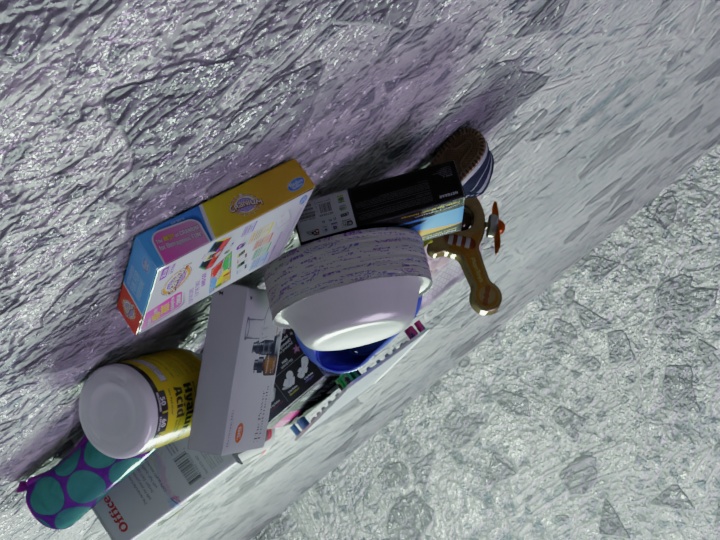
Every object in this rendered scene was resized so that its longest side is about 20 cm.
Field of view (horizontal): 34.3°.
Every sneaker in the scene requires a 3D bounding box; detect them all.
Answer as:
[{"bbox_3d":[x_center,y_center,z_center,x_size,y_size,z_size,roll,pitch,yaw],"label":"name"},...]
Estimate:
[{"bbox_3d":[0.101,-0.102,1.568,0.200,0.070,0.108,-43,165,10],"label":"sneaker"}]

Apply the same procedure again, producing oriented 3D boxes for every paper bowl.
[{"bbox_3d":[-0.011,0.029,1.389,0.198,0.106,0.201,-12,165,-3],"label":"paper bowl"}]

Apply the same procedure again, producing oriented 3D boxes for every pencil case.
[{"bbox_3d":[-0.352,0.251,1.529,0.200,0.092,0.085,-43,-159,13],"label":"pencil case"}]

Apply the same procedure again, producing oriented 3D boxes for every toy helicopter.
[{"bbox_3d":[0.161,-0.032,1.676,0.130,0.202,0.079,-14,160,-16],"label":"toy helicopter"}]

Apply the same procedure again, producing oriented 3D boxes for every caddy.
[{"bbox_3d":[-0.007,0.053,1.653,0.200,0.142,0.105,-44,169,26],"label":"caddy"}]

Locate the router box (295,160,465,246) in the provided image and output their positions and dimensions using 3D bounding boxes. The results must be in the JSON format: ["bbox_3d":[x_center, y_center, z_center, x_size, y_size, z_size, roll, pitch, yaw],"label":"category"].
[{"bbox_3d":[0.024,-0.062,1.395,0.197,0.052,0.149,-15,166,0],"label":"router box"}]

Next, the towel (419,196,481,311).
[{"bbox_3d":[0.111,-0.024,1.805,0.199,0.032,0.192,-36,144,-19],"label":"towel"}]

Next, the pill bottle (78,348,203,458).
[{"bbox_3d":[-0.244,0.156,1.436,0.111,0.112,0.199,-43,167,23],"label":"pill bottle"}]

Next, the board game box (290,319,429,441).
[{"bbox_3d":[-0.003,0.170,1.813,0.199,0.026,0.200,-31,168,-42],"label":"board game box"}]

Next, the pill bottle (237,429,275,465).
[{"bbox_3d":[-0.234,0.273,1.865,0.111,0.111,0.199,-45,165,30],"label":"pill bottle"}]

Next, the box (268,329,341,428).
[{"bbox_3d":[-0.108,0.155,1.790,0.132,0.115,0.200,-40,169,7],"label":"box"}]

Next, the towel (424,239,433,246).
[{"bbox_3d":[0.000,0.000,1.551,0.198,0.018,0.086,-19,-163,31],"label":"towel"}]

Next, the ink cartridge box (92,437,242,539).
[{"bbox_3d":[-0.288,0.270,1.632,0.199,0.146,0.083,-35,169,-6],"label":"ink cartridge box"}]

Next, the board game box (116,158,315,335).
[{"bbox_3d":[-0.152,-0.024,1.216,0.199,0.041,0.153,-30,165,-31],"label":"board game box"}]

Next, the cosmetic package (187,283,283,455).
[{"bbox_3d":[-0.149,0.121,1.442,0.151,0.051,0.203,14,85,-72],"label":"cosmetic package"}]
